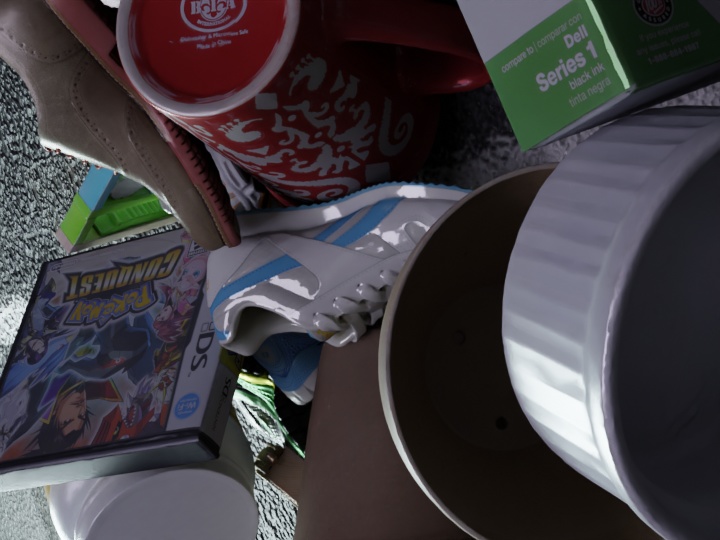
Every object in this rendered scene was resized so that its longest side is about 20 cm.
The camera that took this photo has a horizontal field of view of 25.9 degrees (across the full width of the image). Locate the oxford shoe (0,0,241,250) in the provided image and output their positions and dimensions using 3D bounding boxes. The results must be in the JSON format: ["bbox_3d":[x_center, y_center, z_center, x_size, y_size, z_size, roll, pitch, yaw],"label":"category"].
[{"bbox_3d":[-0.143,-0.084,0.897,0.201,0.074,0.071,54,-176,-15],"label":"oxford shoe"}]

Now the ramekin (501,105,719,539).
[{"bbox_3d":[0.160,0.019,0.709,0.097,0.199,0.203,22,125,58],"label":"ramekin"}]

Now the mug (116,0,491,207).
[{"bbox_3d":[-0.030,-0.128,0.889,0.177,0.200,0.134,-38,70,11],"label":"mug"}]

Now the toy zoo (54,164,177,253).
[{"bbox_3d":[-0.125,-0.097,1.092,0.021,0.131,0.200,50,130,17],"label":"toy zoo"}]

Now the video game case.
[{"bbox_3d":[-0.157,0.053,1.031,0.198,0.182,0.026,-12,138,30],"label":"video game case"}]

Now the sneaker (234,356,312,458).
[{"bbox_3d":[-0.038,0.102,1.166,0.200,0.078,0.086,43,155,38],"label":"sneaker"}]

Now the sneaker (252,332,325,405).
[{"bbox_3d":[-0.069,0.014,1.094,0.090,0.078,0.200,44,178,-27],"label":"sneaker"}]

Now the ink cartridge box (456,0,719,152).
[{"bbox_3d":[0.106,-0.175,0.719,0.084,0.145,0.202,-29,84,56],"label":"ink cartridge box"}]

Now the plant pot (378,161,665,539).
[{"bbox_3d":[0.096,0.052,0.843,0.134,0.198,0.202,157,91,-78],"label":"plant pot"}]

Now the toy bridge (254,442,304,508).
[{"bbox_3d":[-0.047,0.154,1.131,0.067,0.027,0.200,37,170,17],"label":"toy bridge"}]

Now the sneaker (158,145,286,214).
[{"bbox_3d":[-0.105,-0.068,1.053,0.200,0.091,0.077,59,-154,-56],"label":"sneaker"}]

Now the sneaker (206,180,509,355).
[{"bbox_3d":[0.000,0.000,0.928,0.198,0.076,0.082,-12,69,25],"label":"sneaker"}]

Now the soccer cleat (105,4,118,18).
[{"bbox_3d":[-0.170,-0.161,1.112,0.067,0.200,0.081,-40,96,20],"label":"soccer cleat"}]

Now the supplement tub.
[{"bbox_3d":[-0.156,0.121,1.101,0.201,0.143,0.146,-121,29,-49],"label":"supplement tub"}]

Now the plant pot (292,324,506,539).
[{"bbox_3d":[0.041,0.125,0.972,0.200,0.198,0.177,-19,72,57],"label":"plant pot"}]

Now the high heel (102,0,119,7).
[{"bbox_3d":[-0.134,-0.228,1.082,0.200,0.095,0.068,-34,64,57],"label":"high heel"}]
